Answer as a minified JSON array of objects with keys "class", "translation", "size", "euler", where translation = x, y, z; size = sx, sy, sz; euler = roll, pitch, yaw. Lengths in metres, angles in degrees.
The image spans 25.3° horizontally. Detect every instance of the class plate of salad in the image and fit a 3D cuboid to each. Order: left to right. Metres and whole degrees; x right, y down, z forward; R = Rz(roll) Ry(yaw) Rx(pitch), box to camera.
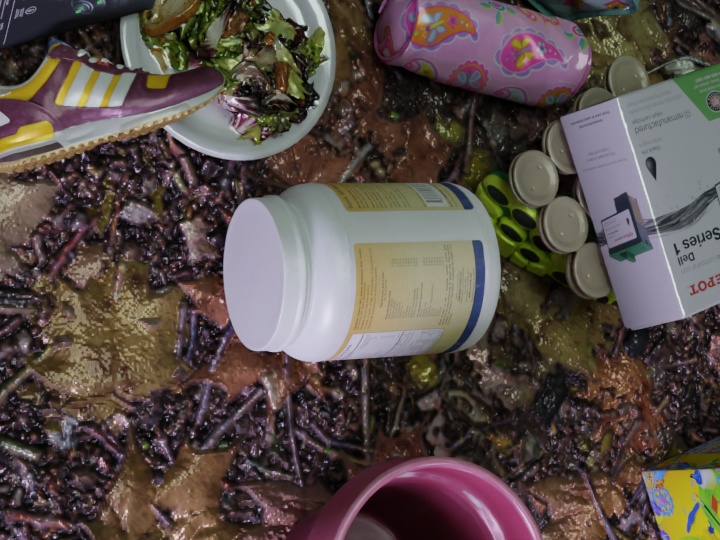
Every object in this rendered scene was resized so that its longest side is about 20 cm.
[{"class":"plate of salad","translation":[-0.105,-0.194,1.351],"size":[0.198,0.048,0.202],"euler":[5,79,-28]}]

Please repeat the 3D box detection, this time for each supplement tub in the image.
[{"class":"supplement tub","translation":[0.000,0.000,1.321],"size":[0.198,0.144,0.146],"euler":[-2,83,-28]}]

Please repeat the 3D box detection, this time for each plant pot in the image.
[{"class":"plant pot","translation":[0.023,0.250,1.273],"size":[0.198,0.179,0.202],"euler":[5,80,-28]}]

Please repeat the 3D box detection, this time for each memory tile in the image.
[{"class":"memory tile","translation":[0.225,-0.084,1.447],"size":[0.200,0.017,0.154],"euler":[-44,105,-29]}]

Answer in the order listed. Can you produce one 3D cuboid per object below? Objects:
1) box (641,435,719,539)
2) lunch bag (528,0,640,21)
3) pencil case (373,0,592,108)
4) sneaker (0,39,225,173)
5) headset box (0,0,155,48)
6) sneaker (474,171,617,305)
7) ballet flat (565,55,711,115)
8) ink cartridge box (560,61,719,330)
[{"class":"box","translation":[0.384,0.254,1.456],"size":[0.121,0.192,0.202],"euler":[-19,92,-28]},{"class":"lunch bag","translation":[0.181,-0.348,1.471],"size":[0.199,0.121,0.172],"euler":[29,69,-40]},{"class":"pencil case","translation":[0.112,-0.205,1.451],"size":[0.198,0.087,0.088],"euler":[10,78,-27]},{"class":"sneaker","translation":[-0.206,-0.146,1.264],"size":[0.199,0.075,0.091],"euler":[-20,93,-20]},{"class":"headset box","translation":[-0.231,-0.263,1.214],"size":[0.199,0.174,0.093],"euler":[-21,72,-28]},{"class":"sneaker","translation":[0.185,-0.039,1.474],"size":[0.199,0.074,0.084],"euler":[30,56,-24]},{"class":"ballet flat","translation":[0.267,-0.156,1.531],"size":[0.199,0.072,0.073],"euler":[-29,96,-28]},{"class":"ink cartridge box","translation":[0.280,-0.065,1.418],"size":[0.145,0.084,0.202],"euler":[-20,93,-31]}]
